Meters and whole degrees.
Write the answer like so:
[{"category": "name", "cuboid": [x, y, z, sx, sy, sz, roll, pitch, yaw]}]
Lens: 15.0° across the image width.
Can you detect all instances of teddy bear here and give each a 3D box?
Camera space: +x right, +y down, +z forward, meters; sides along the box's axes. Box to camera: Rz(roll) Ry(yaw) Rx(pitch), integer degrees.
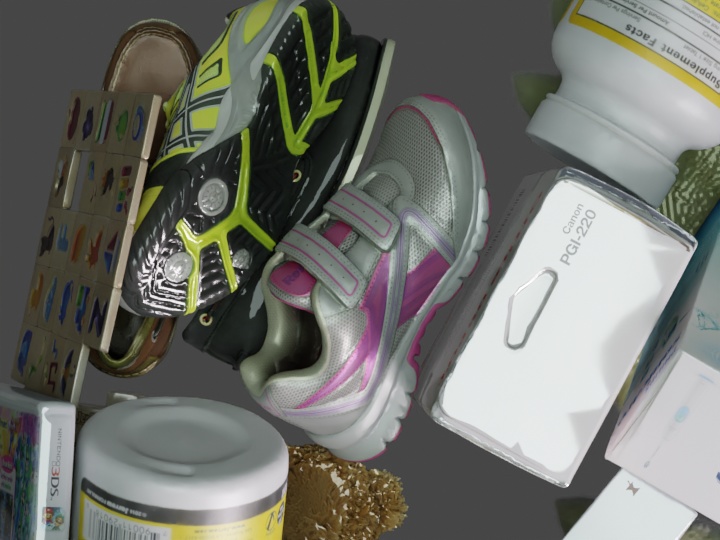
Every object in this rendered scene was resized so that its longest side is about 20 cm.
[{"category": "teddy bear", "cuboid": [-0.042, 0.191, 1.520, 0.144, 0.067, 0.201, -1, 95, 11]}]

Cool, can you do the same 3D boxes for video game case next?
[{"category": "video game case", "cuboid": [-0.186, 0.154, 1.447, 0.024, 0.200, 0.183, 3, 90, -18]}]

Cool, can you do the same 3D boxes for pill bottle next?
[{"category": "pill bottle", "cuboid": [-0.100, 0.176, 1.433, 0.111, 0.111, 0.201, 6, 111, 0]}, {"category": "pill bottle", "cuboid": [0.175, -0.140, 1.491, 0.112, 0.112, 0.201, 31, 90, 0]}]

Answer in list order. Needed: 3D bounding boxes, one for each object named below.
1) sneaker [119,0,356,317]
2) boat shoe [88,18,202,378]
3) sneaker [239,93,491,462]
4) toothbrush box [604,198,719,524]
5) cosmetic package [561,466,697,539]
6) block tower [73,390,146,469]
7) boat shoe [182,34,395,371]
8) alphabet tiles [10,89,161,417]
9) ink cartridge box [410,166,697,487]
[{"category": "sneaker", "cuboid": [-0.076, -0.059, 1.469, 0.075, 0.076, 0.200, 49, 64, -38]}, {"category": "boat shoe", "cuboid": [-0.116, -0.041, 1.510, 0.072, 0.068, 0.201, 3, 89, 1]}, {"category": "sneaker", "cuboid": [0.000, 0.000, 1.441, 0.088, 0.081, 0.201, 17, 94, -40]}, {"category": "toothbrush box", "cuboid": [0.227, 0.054, 1.444, 0.146, 0.200, 0.085, 30, 125, 0]}, {"category": "cosmetic package", "cuboid": [0.099, 0.192, 1.468, 0.052, 0.151, 0.200, 40, 90, 10]}, {"category": "block tower", "cuboid": [-0.159, 0.164, 1.517, 0.058, 0.054, 0.201, 8, 89, -1]}, {"category": "boat shoe", "cuboid": [-0.037, -0.041, 1.508, 0.063, 0.074, 0.202, 24, 90, 0]}, {"category": "alphabet tiles", "cuboid": [-0.152, 0.003, 1.465, 0.008, 0.167, 0.201, 12, 90, -21]}, {"category": "ink cartridge box", "cuboid": [0.097, 0.026, 1.446, 0.085, 0.200, 0.146, 28, 90, -1]}]
